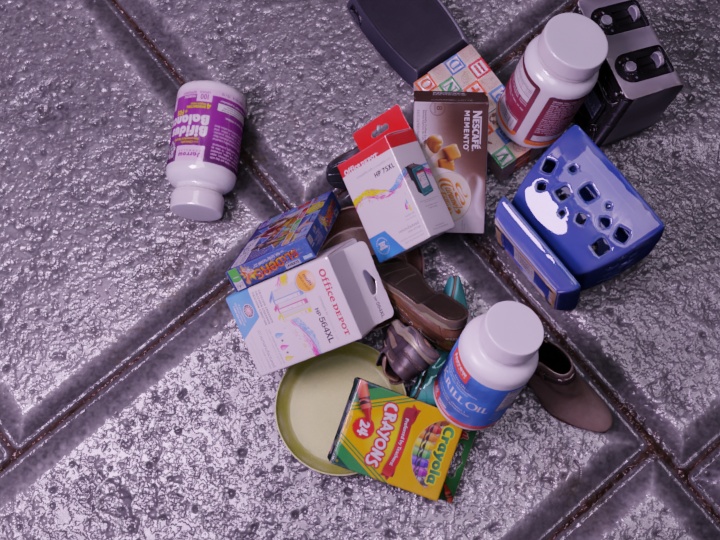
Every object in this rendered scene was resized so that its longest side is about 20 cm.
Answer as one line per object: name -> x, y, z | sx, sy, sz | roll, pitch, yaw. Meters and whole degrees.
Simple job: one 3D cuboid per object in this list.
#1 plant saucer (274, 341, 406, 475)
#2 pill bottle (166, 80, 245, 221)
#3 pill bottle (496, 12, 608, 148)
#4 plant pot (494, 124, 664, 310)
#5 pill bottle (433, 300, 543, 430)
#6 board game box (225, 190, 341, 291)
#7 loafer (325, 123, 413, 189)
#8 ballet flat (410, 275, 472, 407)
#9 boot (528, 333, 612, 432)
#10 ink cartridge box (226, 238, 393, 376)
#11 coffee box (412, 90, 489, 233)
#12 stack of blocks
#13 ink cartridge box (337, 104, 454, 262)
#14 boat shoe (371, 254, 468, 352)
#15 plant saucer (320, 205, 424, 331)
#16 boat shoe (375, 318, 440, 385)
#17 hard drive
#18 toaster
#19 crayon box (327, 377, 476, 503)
plant saucer -> -0.029, 0.205, 1.613 | 0.198, 0.031, 0.202 | -1, 75, 2
pill bottle -> -0.245, -0.185, 1.694 | 0.111, 0.112, 0.202 | 4, 74, 4
pill bottle -> 0.280, -0.277, 1.586 | 0.113, 0.200, 0.115 | 5, 64, -10
plant pot -> 0.308, -0.062, 1.588 | 0.179, 0.200, 0.200 | -40, 76, 0
pill bottle -> 0.177, 0.128, 1.480 | 0.111, 0.201, 0.113 | 7, 54, -10
board game box -> -0.110, -0.046, 1.592 | 0.134, 0.200, 0.035 | -23, 107, 19
loafer -> 0.037, -0.182, 1.706 | 0.198, 0.073, 0.073 | -15, 41, -7
ballet flat -> 0.135, 0.111, 1.617 | 0.070, 0.067, 0.202 | 19, 80, -4
boot -> 0.286, 0.155, 1.548 | 0.199, 0.146, 0.070 | 34, 76, 11
ink cartridge box -> -0.065, 0.047, 1.559 | 0.199, 0.125, 0.130 | -22, 95, 22
coffee box -> 0.134, -0.164, 1.630 | 0.113, 0.080, 0.202 | 2, 111, 2
stack of blocks -> 0.186, -0.242, 1.711 | 0.115, 0.059, 0.201 | -34, 75, -6
ink cartridge box -> 0.044, -0.128, 1.592 | 0.067, 0.116, 0.202 | -21, 86, -45
boat shoe -> 0.073, 0.049, 1.583 | 0.071, 0.069, 0.200 | -17, 41, -33
plant saucer -> 0.000, 0.000, 1.667 | 0.198, 0.037, 0.203 | -1, 75, 4
boat shoe -> 0.053, 0.119, 1.541 | 0.073, 0.200, 0.075 | -43, 92, -6
hard drive -> 0.079, -0.405, 1.766 | 0.134, 0.042, 0.201 | -34, 71, -6
toaster -> 0.383, -0.301, 1.655 | 0.118, 0.200, 0.182 | -18, 72, -14
crayon box -> 0.066, 0.247, 1.555 | 0.198, 0.051, 0.128 | 20, 86, -6
